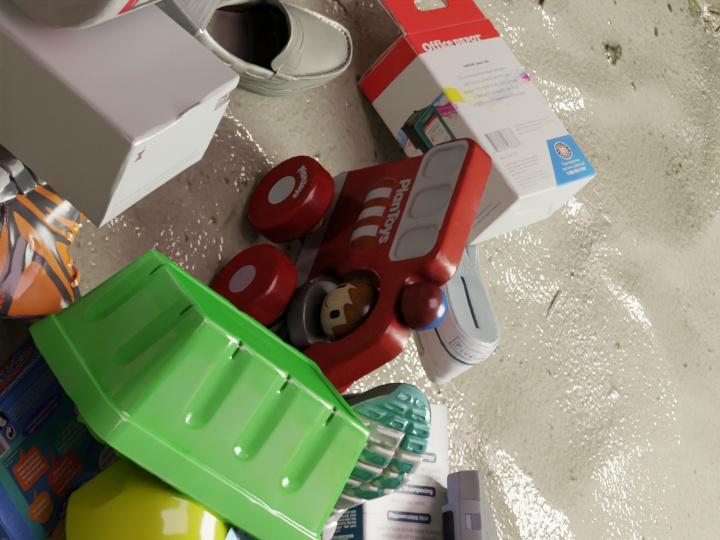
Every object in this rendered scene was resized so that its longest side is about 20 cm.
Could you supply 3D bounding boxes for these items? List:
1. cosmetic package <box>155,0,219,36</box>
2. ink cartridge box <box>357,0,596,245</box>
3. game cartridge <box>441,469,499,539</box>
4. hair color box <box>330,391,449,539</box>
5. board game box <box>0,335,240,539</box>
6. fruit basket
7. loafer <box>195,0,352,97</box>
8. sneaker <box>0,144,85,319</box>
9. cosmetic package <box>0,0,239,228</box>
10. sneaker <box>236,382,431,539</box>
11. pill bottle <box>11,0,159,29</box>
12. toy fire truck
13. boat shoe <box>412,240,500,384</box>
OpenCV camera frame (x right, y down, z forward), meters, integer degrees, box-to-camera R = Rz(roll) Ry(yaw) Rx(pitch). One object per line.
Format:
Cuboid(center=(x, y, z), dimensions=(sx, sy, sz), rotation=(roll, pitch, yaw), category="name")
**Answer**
Cuboid(center=(-0.183, -0.237, 1.311), dimensions=(0.200, 0.107, 0.090), rotation=(46, 49, -30), category="cosmetic package")
Cuboid(center=(0.081, -0.128, 1.588), dimensions=(0.116, 0.067, 0.200), rotation=(-18, 70, -50), category="ink cartridge box")
Cuboid(center=(0.086, 0.257, 1.441), dimensions=(0.200, 0.038, 0.130), rotation=(-90, 163, -46), category="game cartridge")
Cuboid(center=(0.014, 0.195, 1.463), dimensions=(0.100, 0.060, 0.201), rotation=(13, 71, -47), category="hair color box")
Cuboid(center=(-0.173, 0.148, 1.270), dimensions=(0.200, 0.045, 0.152), rotation=(60, 42, -19), category="board game box")
Cuboid(center=(-0.119, 0.121, 1.228), dimensions=(0.215, 0.156, 0.216), rotation=(-13, 123, -21), category="fruit basket")
Cuboid(center=(-0.069, -0.164, 1.450), dimensions=(0.200, 0.070, 0.070), rotation=(-7, 86, -50), category="loafer")
Cuboid(center=(-0.196, -0.033, 1.280), dimensions=(0.200, 0.077, 0.112), rotation=(-35, 115, -42), category="sneaker")
Cuboid(center=(-0.187, -0.133, 1.225), dimensions=(0.200, 0.081, 0.113), rotation=(43, 43, 10), category="cosmetic package")
Cuboid(center=(-0.019, 0.118, 1.361), dimensions=(0.077, 0.200, 0.091), rotation=(28, 45, -20), category="sneaker")
Cuboid(center=(-0.124, -0.219, 1.206), dimensions=(0.200, 0.110, 0.111), rotation=(-32, 105, -52), category="pill bottle")
Cuboid(center=(0.000, 0.000, 1.413), dimensions=(0.112, 0.168, 0.200), rotation=(45, 50, -32), category="toy fire truck")
Cuboid(center=(0.052, -0.004, 1.557), dimensions=(0.073, 0.067, 0.200), rotation=(23, 42, -31), category="boat shoe")
